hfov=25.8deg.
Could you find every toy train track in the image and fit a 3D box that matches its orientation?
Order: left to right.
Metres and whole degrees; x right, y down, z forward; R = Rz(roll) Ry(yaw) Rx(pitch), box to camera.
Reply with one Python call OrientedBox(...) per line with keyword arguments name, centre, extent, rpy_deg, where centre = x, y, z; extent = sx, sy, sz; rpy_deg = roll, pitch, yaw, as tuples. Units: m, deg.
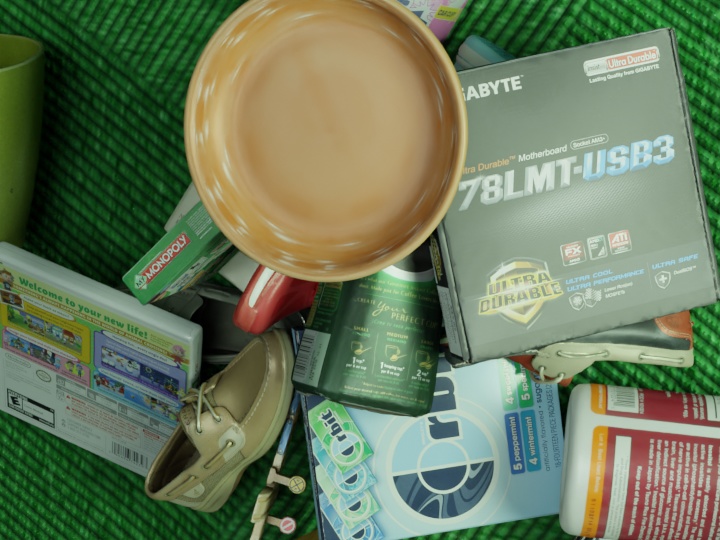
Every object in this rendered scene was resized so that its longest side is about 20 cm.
OrientedBox(name="toy train track", centre=(-0.052, 0.149, 1.282), extent=(0.032, 0.115, 0.202), rpy_deg=(16, 91, 4))

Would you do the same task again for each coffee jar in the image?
OrientedBox(name="coffee jar", centre=(0.019, 0.001, 1.148), extent=(0.103, 0.085, 0.202), rpy_deg=(13, 88, -21))

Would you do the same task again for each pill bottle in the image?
OrientedBox(name="pill bottle", centre=(0.249, 0.148, 1.155), extent=(0.198, 0.113, 0.114), rpy_deg=(6, 98, 6))

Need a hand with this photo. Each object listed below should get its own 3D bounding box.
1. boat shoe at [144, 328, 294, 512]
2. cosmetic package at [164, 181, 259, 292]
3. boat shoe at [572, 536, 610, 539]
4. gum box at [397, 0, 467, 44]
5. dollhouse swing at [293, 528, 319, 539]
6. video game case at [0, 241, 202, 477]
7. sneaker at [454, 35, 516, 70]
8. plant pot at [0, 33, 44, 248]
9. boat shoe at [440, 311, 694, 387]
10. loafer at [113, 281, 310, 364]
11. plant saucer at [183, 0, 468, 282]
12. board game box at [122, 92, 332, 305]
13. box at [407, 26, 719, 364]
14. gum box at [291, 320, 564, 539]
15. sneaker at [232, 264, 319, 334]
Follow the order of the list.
OrientedBox(name="boat shoe", centre=(-0.113, 0.124, 1.260), extent=(0.201, 0.064, 0.072), rpy_deg=(-59, 35, 33))
OrientedBox(name="cosmetic package", centre=(-0.060, -0.088, 1.272), extent=(0.105, 0.071, 0.201), rpy_deg=(36, 106, 12))
OrientedBox(name="boat shoe", centre=(0.142, 0.262, 1.236), extent=(0.071, 0.072, 0.201), rpy_deg=(31, 107, 9))
OrientedBox(name="gum box", centre=(-0.015, -0.244, 1.242), extent=(0.199, 0.066, 0.114), rpy_deg=(35, 107, 13))
OrientedBox(name="dollhouse swing", centre=(-0.047, 0.339, 1.261), extent=(0.175, 0.182, 0.201), rpy_deg=(-29, 93, 11))
OrientedBox(name="video game case", centre=(-0.226, 0.084, 1.334), extent=(0.199, 0.022, 0.183), rpy_deg=(22, 131, 17))
OrientedBox(name="sneaker", centre=(0.126, -0.073, 1.206), extent=(0.200, 0.079, 0.131), rpy_deg=(42, 106, 21))
OrientedBox(name="plant pot", centre=(-0.351, -0.084, 1.336), extent=(0.185, 0.187, 0.202), rpy_deg=(4, 112, 19))
OrientedBox(name="boat shoe", centre=(0.157, 0.055, 1.180), extent=(0.198, 0.071, 0.063), rpy_deg=(-8, 96, -12))
OrientedBox(name="loafer", centre=(-0.136, 0.042, 1.313), extent=(0.198, 0.070, 0.071), rpy_deg=(2, 96, 19))
OrientedBox(name="plant saucer", centre=(-0.022, -0.094, 1.061), extent=(0.198, 0.037, 0.202), rpy_deg=(2, 98, 16))
OrientedBox(name="board game box", centre=(-0.078, -0.057, 1.172), extent=(0.200, 0.135, 0.029), rpy_deg=(-43, 86, 17))
OrientedBox(name="box", centre=(0.141, -0.054, 1.105), extent=(0.198, 0.050, 0.201), rpy_deg=(-12, 97, -11))
OrientedBox(name="gum box", centre=(0.056, 0.116, 1.223), extent=(0.198, 0.045, 0.172), rpy_deg=(-8, 94, -8))
OrientedBox(name="sneaker", centre=(0.000, 0.000, 1.213), extent=(0.115, 0.078, 0.200), rpy_deg=(40, 65, 6))
